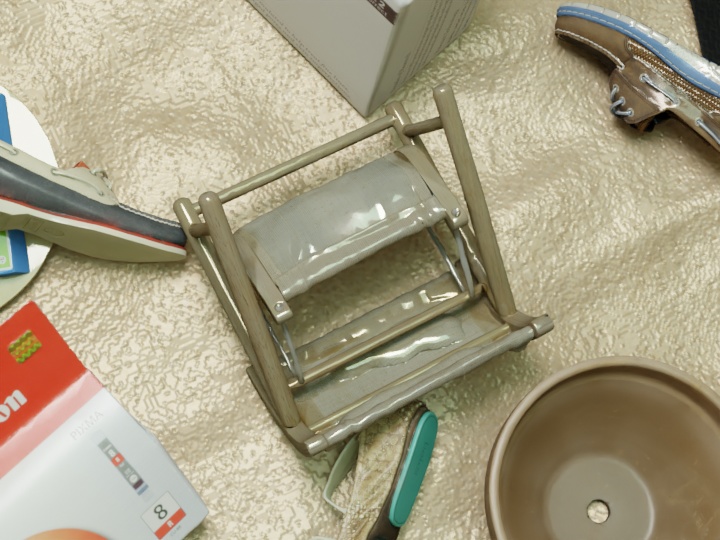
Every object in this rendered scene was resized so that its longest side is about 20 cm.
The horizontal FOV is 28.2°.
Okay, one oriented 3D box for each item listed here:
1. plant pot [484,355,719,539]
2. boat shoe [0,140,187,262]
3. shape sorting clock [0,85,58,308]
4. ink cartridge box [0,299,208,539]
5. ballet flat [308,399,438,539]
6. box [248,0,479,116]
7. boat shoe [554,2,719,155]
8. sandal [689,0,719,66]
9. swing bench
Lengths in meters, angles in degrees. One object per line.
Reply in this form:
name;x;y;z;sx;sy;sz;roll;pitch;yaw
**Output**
plant pot;0.183;0.169;1.029;0.199;0.093;0.202;2;73;-5
boat shoe;-0.215;-0.053;1.038;0.199;0.071;0.063;16;70;-24
shape sorting clock;-0.322;-0.055;1.063;0.198;0.039;0.202;1;83;-4
ink cartridge box;-0.214;0.146;0.955;0.162;0.050;0.201;-42;125;-16
ballet flat;-0.001;0.185;1.027;0.065;0.071;0.201;10;67;25
box;-0.007;-0.258;1.078;0.131;0.200;0.199;-42;83;-18
boat shoe;0.233;-0.147;1.137;0.199;0.072;0.073;31;97;19
sandal;0.306;-0.230;1.176;0.048;0.075;0.202;-8;74;-27
swing bench;0.000;0.000;1.036;0.198;0.130;0.201;-25;97;-14
